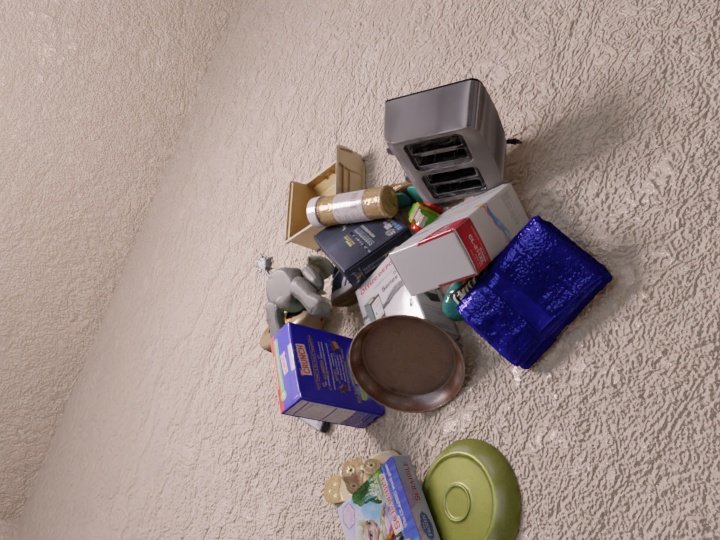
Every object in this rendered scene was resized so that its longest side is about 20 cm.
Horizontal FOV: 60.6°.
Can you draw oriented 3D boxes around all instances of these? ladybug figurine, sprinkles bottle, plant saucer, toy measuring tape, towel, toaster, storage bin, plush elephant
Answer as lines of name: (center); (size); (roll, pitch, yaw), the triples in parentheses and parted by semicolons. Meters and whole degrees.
ladybug figurine: (-0.152, 0.133, 1.430); (0.200, 0.072, 0.136); (-34, 17, 27)
sprinkles bottle: (-0.019, -0.132, 1.293); (0.200, 0.068, 0.068); (-4, 69, 37)
plant saucer: (0.080, 0.155, 1.057); (0.200, 0.200, 0.035); (-47, 8, 28)
toy measuring tape: (0.131, -0.094, 1.159); (0.074, 0.073, 0.200); (-62, 5, 10)
towel: (0.252, 0.036, 0.918); (0.148, 0.050, 0.200); (41, 113, 11)
toaster: (0.156, -0.219, 1.059); (0.199, 0.181, 0.119); (-7, 58, 26)
storage bin: (-0.085, -0.175, 1.501); (0.200, 0.094, 0.199); (-28, 52, 44)
plant saucer: (0.158, 0.362, 0.958); (0.200, 0.031, 0.201); (-29, 50, 43)
plush elephant: (-0.122, 0.051, 1.295); (0.165, 0.155, 0.200); (-46, 62, 24)

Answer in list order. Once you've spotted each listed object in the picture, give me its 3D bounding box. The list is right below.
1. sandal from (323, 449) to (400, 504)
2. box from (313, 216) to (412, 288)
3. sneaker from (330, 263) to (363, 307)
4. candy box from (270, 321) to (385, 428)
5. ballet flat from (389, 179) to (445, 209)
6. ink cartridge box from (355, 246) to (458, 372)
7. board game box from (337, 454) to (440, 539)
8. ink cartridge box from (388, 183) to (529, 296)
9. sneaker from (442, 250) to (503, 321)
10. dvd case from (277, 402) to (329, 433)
sandal: (-0.017, 0.388, 1.145); (0.212, 0.070, 0.078); (-37, 46, 37)
box: (0.004, -0.064, 1.293); (0.158, 0.051, 0.200); (-36, 33, -4)
sneaker: (0.000, 0.000, 1.319); (0.200, 0.070, 0.109); (-29, 53, 46)
candy box: (-0.065, 0.204, 1.189); (0.077, 0.200, 0.169); (-44, 42, 31)
ballet flat: (0.117, -0.168, 1.265); (0.200, 0.068, 0.072); (-6, 49, 56)
ink cartridge box: (0.080, 0.079, 1.158); (0.146, 0.084, 0.200); (-48, 40, 29)
board game box: (0.047, 0.444, 1.020); (0.200, 0.041, 0.200); (-55, 41, 34)
ink cartridge box: (0.167, -0.052, 1.015); (0.146, 0.200, 0.083); (-22, 100, 47)
sneaker: (0.202, 0.020, 1.011); (0.071, 0.080, 0.200); (49, 120, 7)
dvd case: (-0.110, 0.258, 1.376); (0.200, 0.025, 0.151); (12, 83, 54)
